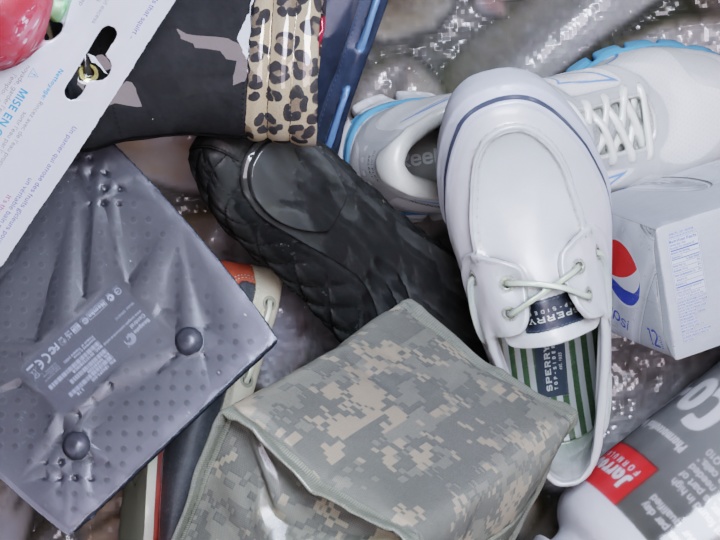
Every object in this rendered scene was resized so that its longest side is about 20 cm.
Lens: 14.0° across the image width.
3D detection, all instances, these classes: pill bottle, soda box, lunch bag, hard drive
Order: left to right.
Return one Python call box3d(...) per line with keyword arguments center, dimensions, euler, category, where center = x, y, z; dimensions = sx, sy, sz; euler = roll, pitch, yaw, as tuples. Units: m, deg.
box3d(center=(-0.145, 0.003, 1.262), dimensions=(0.135, 0.042, 0.200), euler=(-43, 79, -6), category="hard drive")
box3d(center=(-0.016, 0.137, 1.244), dimensions=(0.118, 0.164, 0.200), euler=(35, 119, 16), category="lunch bag")
box3d(center=(0.163, 0.114, 1.337), dimensions=(0.200, 0.114, 0.114), euler=(-38, 102, -7), category="pill bottle")
box3d(center=(0.204, -0.023, 1.336), dimensions=(0.200, 0.068, 0.064), euler=(-17, 108, -22), category="soda box")

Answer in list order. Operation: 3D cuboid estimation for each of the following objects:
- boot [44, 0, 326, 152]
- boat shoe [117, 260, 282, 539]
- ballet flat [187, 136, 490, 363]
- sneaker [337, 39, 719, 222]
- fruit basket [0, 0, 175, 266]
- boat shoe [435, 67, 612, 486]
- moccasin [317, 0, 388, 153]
box3d(center=(-0.088, -0.139, 1.247), dimensions=(0.150, 0.073, 0.200), euler=(2, 70, 0), category="boot")
box3d(center=(-0.073, 0.093, 1.307), dimensions=(0.062, 0.071, 0.200), euler=(5, 90, -16), category="boat shoe")
box3d(center=(0.000, 0.000, 1.311), dimensions=(0.066, 0.057, 0.200), euler=(-49, 123, -13), category="ballet flat")
box3d(center=(0.091, -0.057, 1.321), dimensions=(0.200, 0.087, 0.075), euler=(-13, 96, -13), category="sneaker")
box3d(center=(-0.180, -0.124, 1.160), dimensions=(0.200, 0.094, 0.185), euler=(28, 103, -24), category="fruit basket")
box3d(center=(0.082, 0.007, 1.272), dimensions=(0.073, 0.067, 0.200), euler=(-16, 128, 3), category="boat shoe")
box3d(center=(0.011, -0.138, 1.305), dimensions=(0.068, 0.080, 0.200), euler=(31, 101, 1), category="moccasin")
